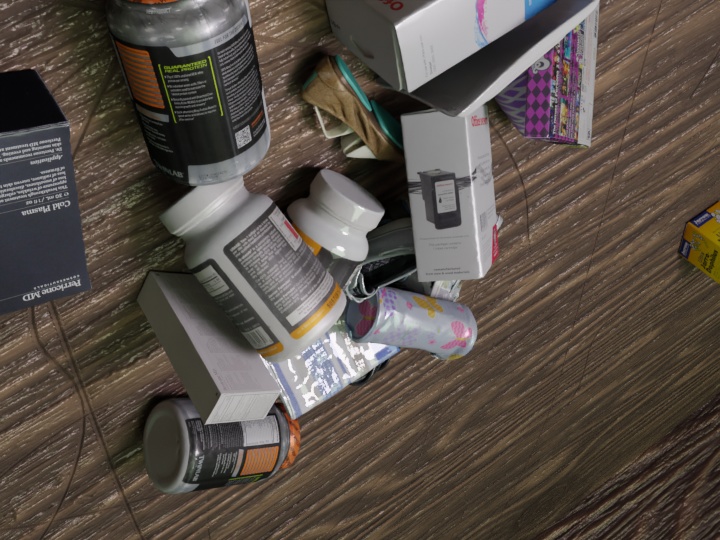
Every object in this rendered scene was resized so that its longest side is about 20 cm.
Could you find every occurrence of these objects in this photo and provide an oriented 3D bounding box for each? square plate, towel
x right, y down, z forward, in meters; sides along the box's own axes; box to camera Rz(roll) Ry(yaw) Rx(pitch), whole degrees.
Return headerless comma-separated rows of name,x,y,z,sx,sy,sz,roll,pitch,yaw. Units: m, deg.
square plate,0.134,-0.244,0.825,0.200,0.198,0.028,-40,123,-3
towel,-0.049,0.105,1.078,0.199,0.024,0.148,-29,104,-20

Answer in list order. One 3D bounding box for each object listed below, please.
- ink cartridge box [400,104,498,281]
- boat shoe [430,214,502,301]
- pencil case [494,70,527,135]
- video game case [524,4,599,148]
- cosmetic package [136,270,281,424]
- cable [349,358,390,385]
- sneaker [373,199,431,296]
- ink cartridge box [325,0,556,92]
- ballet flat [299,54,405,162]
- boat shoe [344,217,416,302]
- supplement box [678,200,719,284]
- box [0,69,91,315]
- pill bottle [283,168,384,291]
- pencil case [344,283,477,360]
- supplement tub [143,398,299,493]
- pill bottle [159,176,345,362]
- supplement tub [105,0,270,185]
ink cartridge box,0.114,-0.101,0.925,0.145,0.083,0.202,-33,117,-68
boat shoe,0.149,-0.005,1.158,0.064,0.075,0.203,21,107,-6
pencil case,0.213,-0.252,0.990,0.083,0.086,0.200,-13,151,24
video game case,0.255,-0.259,0.940,0.181,0.036,0.202,-9,102,-58
cosmetic package,-0.177,0.084,0.855,0.082,0.200,0.051,8,123,-46
cable,0.020,0.112,1.190,0.199,0.051,0.164,-34,141,-15
sneaker,0.050,-0.019,1.089,0.081,0.073,0.201,-22,136,0
ink cartridge box,0.078,-0.289,0.768,0.199,0.145,0.085,-34,143,-11
ballet flat,-0.006,-0.173,0.883,0.072,0.068,0.200,-30,148,18
boat shoe,0.001,0.000,0.996,0.200,0.072,0.070,-26,133,20
supplement box,0.826,-0.039,1.660,0.108,0.200,0.110,-31,142,-16
box,-0.351,-0.053,0.641,0.199,0.104,0.183,-17,136,-30
pill bottle,-0.061,-0.017,0.935,0.116,0.116,0.201,11,118,-48
pencil case,0.073,0.076,1.083,0.199,0.083,0.091,15,129,-35
supplement tub,-0.189,0.238,1.052,0.199,0.123,0.123,8,121,-46
pill bottle,-0.116,-0.009,0.810,0.116,0.116,0.201,-38,103,-5
supplement tub,-0.152,-0.187,0.676,0.122,0.123,0.201,-27,141,-20
